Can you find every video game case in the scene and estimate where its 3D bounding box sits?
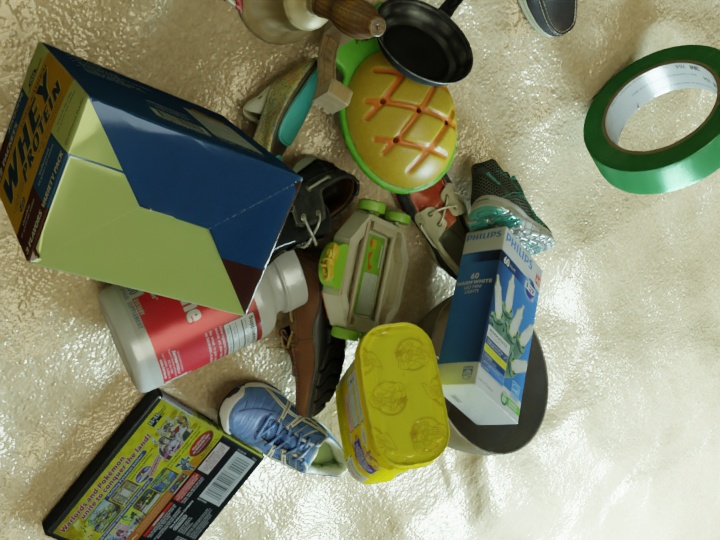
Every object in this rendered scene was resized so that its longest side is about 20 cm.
[{"bbox_3d":[-0.236,0.255,1.007,0.201,0.025,0.180,-50,129,-1],"label":"video game case"}]

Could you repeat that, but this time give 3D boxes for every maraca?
[{"bbox_3d":[0.034,-0.182,0.920,0.135,0.107,0.203,-23,97,-24],"label":"maraca"}]

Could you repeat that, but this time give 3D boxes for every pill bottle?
[{"bbox_3d":[-0.159,0.035,0.894,0.198,0.112,0.114,-25,124,-20],"label":"pill bottle"}]

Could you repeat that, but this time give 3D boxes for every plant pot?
[{"bbox_3d":[0.122,0.136,1.088,0.198,0.134,0.204,12,68,-33],"label":"plant pot"}]

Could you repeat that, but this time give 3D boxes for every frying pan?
[{"bbox_3d":[0.066,-0.262,0.902,0.113,0.193,0.031,18,142,-17],"label":"frying pan"}]

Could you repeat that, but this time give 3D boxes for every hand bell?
[{"bbox_3d":[-0.032,-0.242,0.784,0.103,0.200,0.106,-13,119,-25],"label":"hand bell"}]

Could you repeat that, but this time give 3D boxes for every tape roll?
[{"bbox_3d":[0.377,-0.188,1.065,0.201,0.200,0.048,-48,129,-2],"label":"tape roll"}]

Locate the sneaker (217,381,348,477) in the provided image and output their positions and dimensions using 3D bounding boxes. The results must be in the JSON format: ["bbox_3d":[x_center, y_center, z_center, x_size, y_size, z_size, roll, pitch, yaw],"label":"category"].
[{"bbox_3d":[-0.086,0.193,1.032,0.199,0.077,0.077,32,84,-40],"label":"sneaker"}]

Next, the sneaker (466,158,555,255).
[{"bbox_3d":[0.191,-0.077,1.083,0.076,0.093,0.199,-14,157,24],"label":"sneaker"}]

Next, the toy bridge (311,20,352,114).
[{"bbox_3d":[-0.012,-0.247,0.856,0.027,0.067,0.203,25,69,-27],"label":"toy bridge"}]

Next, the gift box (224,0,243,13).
[{"bbox_3d":[-0.095,-0.334,0.699,0.199,0.187,0.185,39,93,-14],"label":"gift box"}]

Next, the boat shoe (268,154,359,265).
[{"bbox_3d":[-0.062,-0.056,0.871,0.200,0.067,0.073,-52,162,-52],"label":"boat shoe"}]

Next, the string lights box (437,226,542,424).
[{"bbox_3d":[0.151,0.063,0.996,0.103,0.058,0.203,42,53,-39],"label":"string lights box"}]

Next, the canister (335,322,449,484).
[{"bbox_3d":[0.028,0.159,0.976,0.085,0.151,0.200,-6,161,-13],"label":"canister"}]

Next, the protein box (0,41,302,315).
[{"bbox_3d":[-0.194,-0.082,0.759,0.196,0.200,0.137,17,104,-36],"label":"protein box"}]

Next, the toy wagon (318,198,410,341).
[{"bbox_3d":[0.000,0.000,0.968,0.199,0.039,0.158,17,84,-61],"label":"toy wagon"}]

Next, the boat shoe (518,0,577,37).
[{"bbox_3d":[0.214,-0.354,0.969,0.071,0.065,0.202,-32,126,-17],"label":"boat shoe"}]

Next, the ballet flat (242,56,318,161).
[{"bbox_3d":[-0.101,-0.133,0.879,0.070,0.070,0.203,23,88,-37],"label":"ballet flat"}]

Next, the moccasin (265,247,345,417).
[{"bbox_3d":[-0.063,0.073,0.999,0.073,0.077,0.205,-34,128,-53],"label":"moccasin"}]

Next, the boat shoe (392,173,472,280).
[{"bbox_3d":[0.098,-0.063,1.040,0.071,0.063,0.201,-37,125,-9],"label":"boat shoe"}]
